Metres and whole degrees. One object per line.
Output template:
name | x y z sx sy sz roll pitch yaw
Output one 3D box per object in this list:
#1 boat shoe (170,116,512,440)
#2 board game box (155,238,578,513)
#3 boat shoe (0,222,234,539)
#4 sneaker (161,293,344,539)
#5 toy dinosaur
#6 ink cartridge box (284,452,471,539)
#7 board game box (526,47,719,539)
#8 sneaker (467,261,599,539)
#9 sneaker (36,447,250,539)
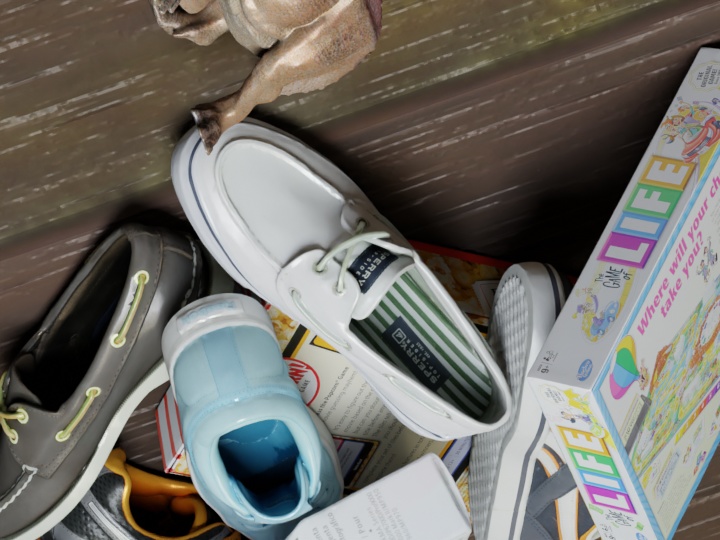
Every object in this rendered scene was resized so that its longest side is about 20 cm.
boat shoe | 0.000 0.000 1.301 0.200 0.067 0.074 42 73 -18
board game box | 0.017 0.055 1.421 0.199 0.046 0.152 13 131 -25
boat shoe | -0.143 0.054 1.365 0.060 0.072 0.201 23 117 -36
sneaker | -0.049 0.098 1.347 0.074 0.082 0.200 -19 143 4
toy dinosaur | -0.024 -0.129 1.202 0.135 0.086 0.200 -20 142 -3
ink cartridge box | -0.046 0.170 1.389 0.200 0.057 0.163 -22 165 -11
board game box | 0.152 0.014 1.321 0.034 0.200 0.135 12 147 31
sneaker | 0.100 0.065 1.365 0.079 0.079 0.200 -3 143 -7
sneaker | -0.081 0.154 1.479 0.200 0.078 0.077 23 121 -31
